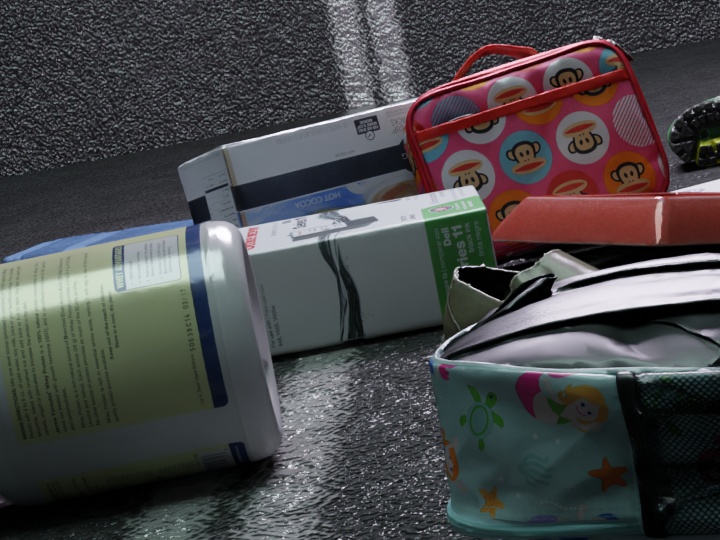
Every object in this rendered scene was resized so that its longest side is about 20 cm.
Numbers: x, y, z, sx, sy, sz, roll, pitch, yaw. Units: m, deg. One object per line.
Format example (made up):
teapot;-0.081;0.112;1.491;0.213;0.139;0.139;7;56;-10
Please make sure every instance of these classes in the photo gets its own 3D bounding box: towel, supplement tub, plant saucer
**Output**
towel;-0.247;-0.011;2.078;0.200;0.049;0.112;-8;10;26
supplement tub;-0.155;0.058;1.244;0.200;0.145;0.145;-11;9;0
plant saucer;0.232;-0.040;1.577;0.199;0.037;0.200;-3;4;-33

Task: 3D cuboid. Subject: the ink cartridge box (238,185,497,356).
ink cartridge box;0.000;0.000;1.595;0.200;0.083;0.147;-11;9;0

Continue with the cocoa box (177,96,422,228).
cocoa box;-0.031;-0.056;1.787;0.200;0.131;0.133;-15;1;-21

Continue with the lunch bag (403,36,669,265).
lunch bag;0.138;-0.104;1.720;0.200;0.176;0.082;-18;-10;-5

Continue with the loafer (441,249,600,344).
loafer;0.125;0.024;1.338;0.200;0.070;0.075;-3;12;42

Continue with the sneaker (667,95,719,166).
sneaker;0.397;-0.158;2.083;0.200;0.078;0.085;-12;9;1

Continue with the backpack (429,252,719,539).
backpack;0.132;0.063;0.842;0.200;0.151;0.178;0;10;21

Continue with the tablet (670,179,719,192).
tablet;0.295;-0.061;1.823;0.200;0.014;0.130;-14;9;-17
